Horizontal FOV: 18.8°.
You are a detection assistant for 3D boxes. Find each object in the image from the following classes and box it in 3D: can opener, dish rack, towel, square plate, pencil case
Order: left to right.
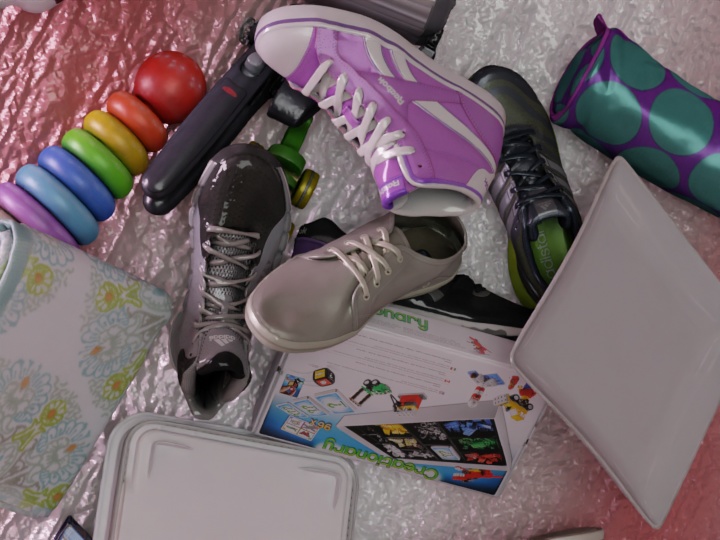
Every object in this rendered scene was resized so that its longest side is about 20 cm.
[{"bbox_3d":[-0.242,0.075,1.547,0.048,0.171,0.201,34,94,38],"label":"towel"},{"bbox_3d":[-0.094,0.197,1.586,0.199,0.044,0.173,12,75,-17],"label":"dish rack"},{"bbox_3d":[-0.092,-0.119,1.583,0.078,0.064,0.200,34,62,21],"label":"can opener"},{"bbox_3d":[0.198,0.054,1.602,0.200,0.028,0.199,48,57,-28],"label":"square plate"},{"bbox_3d":[0.245,-0.106,1.639,0.199,0.085,0.093,28,81,-6],"label":"pencil case"}]

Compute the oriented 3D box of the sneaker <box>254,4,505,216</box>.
[{"bbox_3d":[0.009,-0.107,1.540,0.199,0.073,0.115,24,54,-10],"label":"sneaker"}]

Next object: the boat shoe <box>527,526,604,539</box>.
[{"bbox_3d":[0.095,0.236,1.632,0.198,0.067,0.057,-9,87,-11],"label":"boat shoe"}]

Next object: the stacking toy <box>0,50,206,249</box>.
[{"bbox_3d":[-0.192,-0.084,1.592,0.085,0.085,0.200,42,80,-6],"label":"stacking toy"}]

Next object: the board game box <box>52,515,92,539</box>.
[{"bbox_3d":[-0.187,0.320,1.600,0.199,0.062,0.201,33,86,-6],"label":"board game box"}]

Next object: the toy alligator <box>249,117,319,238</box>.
[{"bbox_3d":[-0.083,-0.029,1.613,0.059,0.054,0.201,27,87,-6],"label":"toy alligator"}]

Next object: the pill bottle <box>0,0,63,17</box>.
[{"bbox_3d":[-0.218,-0.259,1.566,0.199,0.113,0.113,-33,94,-6],"label":"pill bottle"}]

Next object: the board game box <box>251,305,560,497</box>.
[{"bbox_3d":[0.032,0.091,1.598,0.199,0.035,0.127,16,126,-11],"label":"board game box"}]

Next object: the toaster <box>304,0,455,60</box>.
[{"bbox_3d":[0.019,-0.255,1.596,0.128,0.114,0.201,18,85,-4],"label":"toaster"}]

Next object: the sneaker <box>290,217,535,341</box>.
[{"bbox_3d":[0.045,0.006,1.623,0.198,0.076,0.088,9,80,-10],"label":"sneaker"}]

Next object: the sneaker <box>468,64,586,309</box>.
[{"bbox_3d":[0.131,-0.060,1.627,0.073,0.081,0.201,-22,93,-7],"label":"sneaker"}]

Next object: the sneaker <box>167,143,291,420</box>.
[{"bbox_3d":[-0.090,0.019,1.540,0.074,0.116,0.201,7,119,-10],"label":"sneaker"}]

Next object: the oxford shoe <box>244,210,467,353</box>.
[{"bbox_3d":[0.000,0.000,1.535,0.199,0.058,0.075,-23,66,-36],"label":"oxford shoe"}]
